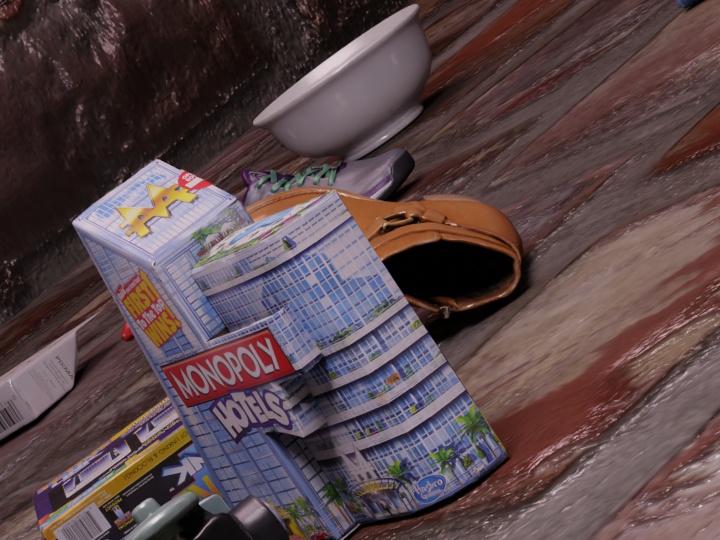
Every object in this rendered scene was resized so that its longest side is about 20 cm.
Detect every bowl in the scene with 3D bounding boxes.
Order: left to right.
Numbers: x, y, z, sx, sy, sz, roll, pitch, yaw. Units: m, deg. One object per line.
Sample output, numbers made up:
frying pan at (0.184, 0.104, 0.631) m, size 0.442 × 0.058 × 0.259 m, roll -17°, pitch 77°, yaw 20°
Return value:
bowl at (-0.001, -0.169, 2.826) m, size 0.201 × 0.091 × 0.201 m, roll -35°, pitch 8°, yaw 6°

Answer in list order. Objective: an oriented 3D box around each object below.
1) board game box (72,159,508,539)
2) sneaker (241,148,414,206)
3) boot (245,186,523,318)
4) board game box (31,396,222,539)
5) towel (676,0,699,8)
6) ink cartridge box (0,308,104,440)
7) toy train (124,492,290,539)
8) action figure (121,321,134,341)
board game box at (-0.046, 0.034, 1.393) m, size 0.062 × 0.200 × 0.200 m, roll -38°, pitch 8°, yaw -26°
sneaker at (-0.051, -0.062, 2.410) m, size 0.199 × 0.088 × 0.074 m, roll -33°, pitch 8°, yaw 21°
boot at (0.000, 0.000, 1.722) m, size 0.199 × 0.077 × 0.155 m, roll -2°, pitch 12°, yaw -4°
board game box at (-0.102, 0.109, 1.727) m, size 0.200 × 0.057 × 0.165 m, roll -36°, pitch 6°, yaw -4°
towel at (0.306, -0.279, 2.320) m, size 0.111 × 0.049 × 0.200 m, roll -32°, pitch 8°, yaw 25°
ink cartridge box at (-0.326, 0.120, 2.693) m, size 0.162 × 0.057 × 0.200 m, roll -32°, pitch 0°, yaw 28°
toy train at (-0.116, 0.178, 1.312) m, size 0.200 × 0.085 × 0.114 m, roll -40°, pitch -4°, yaw -15°
action figure at (-0.120, 0.022, 2.258) m, size 0.099 × 0.065 × 0.200 m, roll -55°, pitch 13°, yaw -15°
